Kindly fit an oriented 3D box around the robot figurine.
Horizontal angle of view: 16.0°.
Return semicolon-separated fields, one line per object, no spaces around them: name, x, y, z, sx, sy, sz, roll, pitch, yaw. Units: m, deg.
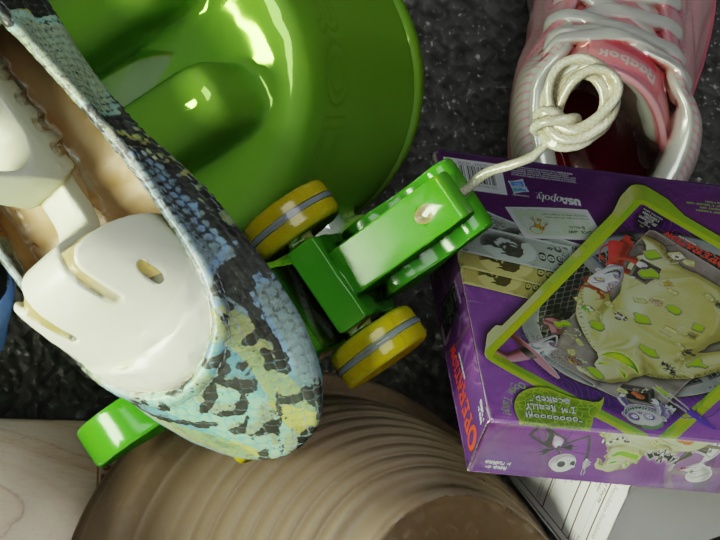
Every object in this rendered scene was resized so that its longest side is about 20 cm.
robot figurine;-0.047;-0.063;0.865;0.115;0.200;0.176;-34;84;19

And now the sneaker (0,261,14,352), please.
sneaker;-0.189;-0.022;0.733;0.199;0.078;0.070;13;39;-18

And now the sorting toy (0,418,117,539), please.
sorting toy;-0.157;0.153;0.845;0.199;0.070;0.200;2;75;-9

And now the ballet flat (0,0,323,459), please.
ballet flat;-0.091;-0.019;0.743;0.074;0.074;0.200;-39;86;-17

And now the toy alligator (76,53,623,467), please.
toy alligator;0.000;0.000;0.797;0.200;0.054;0.059;-35;84;7

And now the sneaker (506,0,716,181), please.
sneaker;0.096;-0.084;0.932;0.075;0.105;0.201;15;72;-3

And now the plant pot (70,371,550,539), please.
plant pot;0.008;0.126;0.824;0.200;0.093;0.202;13;69;-37

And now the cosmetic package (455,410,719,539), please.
cosmetic package;0.139;0.038;0.884;0.199;0.051;0.083;-13;50;-34

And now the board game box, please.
board game box;0.122;0.021;0.834;0.199;0.032;0.120;7;40;-16
